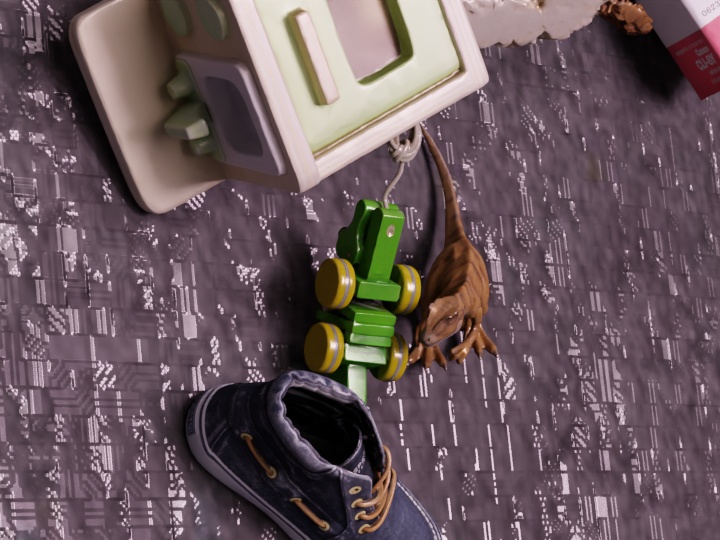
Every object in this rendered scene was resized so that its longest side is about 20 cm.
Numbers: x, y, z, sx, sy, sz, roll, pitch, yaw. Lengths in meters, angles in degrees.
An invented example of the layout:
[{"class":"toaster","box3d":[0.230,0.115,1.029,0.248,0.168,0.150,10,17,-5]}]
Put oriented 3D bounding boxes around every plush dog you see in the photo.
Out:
[{"class":"plush dog","box3d":[0.104,-0.231,1.614,0.160,0.200,0.172,19,31,-39]}]

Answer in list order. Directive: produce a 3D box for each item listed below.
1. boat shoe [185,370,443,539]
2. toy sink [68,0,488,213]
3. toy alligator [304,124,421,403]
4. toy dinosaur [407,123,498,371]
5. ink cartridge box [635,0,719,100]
[{"class":"boat shoe","box3d":[-0.005,0.128,1.483,0.200,0.091,0.071,36,58,-29]},{"class":"toy sink","box3d":[-0.045,-0.126,1.454,0.199,0.112,0.131,-30,111,-23]},{"class":"toy alligator","box3d":[0.000,0.000,1.526,0.059,0.054,0.202,6,97,-32]},{"class":"toy dinosaur","box3d":[0.062,0.002,1.592,0.200,0.060,0.107,-92,-175,-59]},{"class":"ink cartridge box","box3d":[0.251,-0.246,1.773,0.145,0.083,0.201,-35,92,-10]}]
